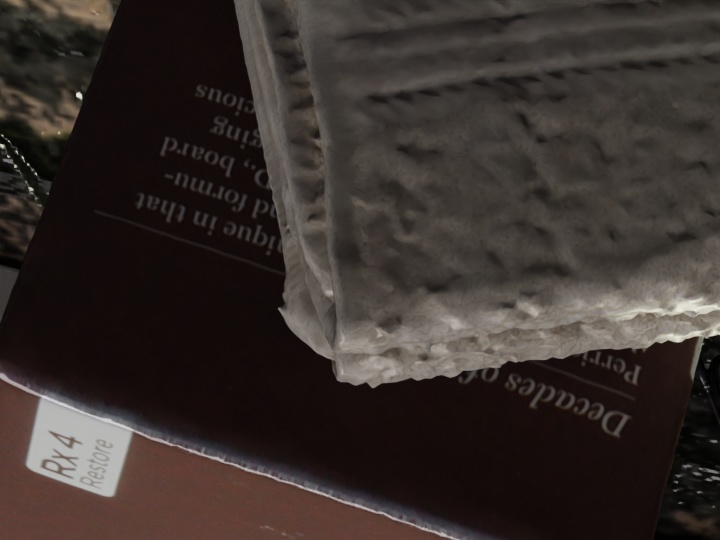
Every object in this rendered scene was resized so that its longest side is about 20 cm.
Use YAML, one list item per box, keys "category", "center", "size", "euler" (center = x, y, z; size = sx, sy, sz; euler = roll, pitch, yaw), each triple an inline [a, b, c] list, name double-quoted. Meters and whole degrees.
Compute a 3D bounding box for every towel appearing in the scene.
- category: "towel"
  center: [0.071, -0.045, 0.684]
  size: [0.199, 0.133, 0.035]
  euler: [-6, 157, -10]

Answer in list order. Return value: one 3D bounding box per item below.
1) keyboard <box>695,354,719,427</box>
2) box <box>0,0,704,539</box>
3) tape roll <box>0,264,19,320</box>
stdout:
- category: "keyboard"
  center: [0.148, 0.049, 0.874]
  size: [0.104, 0.040, 0.201]
  euler: [20, 127, 52]
- category: "box"
  center: [0.000, 0.000, 0.763]
  size: [0.163, 0.201, 0.166]
  euler: [19, 153, -3]
- category: "tape roll"
  center: [-0.151, 0.106, 1.041]
  size: [0.202, 0.140, 0.203]
  euler: [11, 146, 7]
